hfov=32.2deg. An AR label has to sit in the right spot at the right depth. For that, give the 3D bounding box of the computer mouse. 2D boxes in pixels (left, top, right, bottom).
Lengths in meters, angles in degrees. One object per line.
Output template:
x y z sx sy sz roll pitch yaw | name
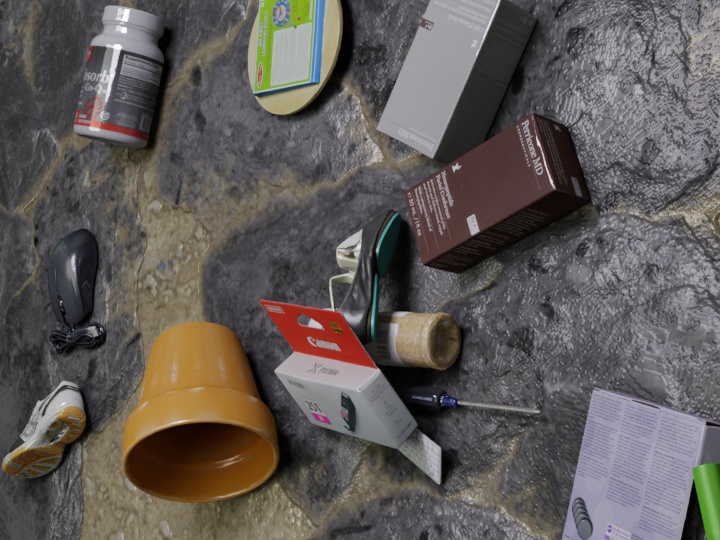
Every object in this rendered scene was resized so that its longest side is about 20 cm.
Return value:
-0.464 0.028 1.995 0.138 0.053 0.201 -12 74 43 | computer mouse

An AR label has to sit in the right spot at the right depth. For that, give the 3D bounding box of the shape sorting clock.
-0.090 -0.312 1.713 0.200 0.039 0.201 -8 78 43 | shape sorting clock

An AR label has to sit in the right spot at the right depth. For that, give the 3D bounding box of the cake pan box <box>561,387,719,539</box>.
0.277 0.220 1.207 0.200 0.052 0.185 -171 91 -68 | cake pan box

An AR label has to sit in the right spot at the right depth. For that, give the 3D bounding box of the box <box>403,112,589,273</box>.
0.151 -0.083 1.419 0.200 0.075 0.101 -30 62 34 | box

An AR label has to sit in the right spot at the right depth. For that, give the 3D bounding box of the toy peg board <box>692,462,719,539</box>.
0.389 0.202 1.050 0.199 0.200 0.098 -26 62 38 | toy peg board

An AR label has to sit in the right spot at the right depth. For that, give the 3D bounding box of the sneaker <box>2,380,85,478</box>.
-0.498 0.253 1.985 0.200 0.076 0.088 -41 41 27 | sneaker

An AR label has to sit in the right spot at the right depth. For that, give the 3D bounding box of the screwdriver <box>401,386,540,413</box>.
0.123 0.155 1.426 0.200 0.028 0.029 7 58 47 | screwdriver

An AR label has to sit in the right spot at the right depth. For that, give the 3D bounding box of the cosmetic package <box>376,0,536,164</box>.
0.112 -0.231 1.474 0.107 0.090 0.201 30 100 40 | cosmetic package

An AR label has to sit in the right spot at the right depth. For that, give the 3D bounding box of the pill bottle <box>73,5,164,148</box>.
-0.367 -0.296 1.921 0.116 0.116 0.201 11 90 44 | pill bottle

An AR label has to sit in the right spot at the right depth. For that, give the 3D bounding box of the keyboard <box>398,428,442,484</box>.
0.032 0.182 1.503 0.200 0.011 0.056 36 144 41 | keyboard

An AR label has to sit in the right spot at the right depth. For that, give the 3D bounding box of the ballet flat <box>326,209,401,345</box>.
0.000 0.000 1.492 0.068 0.068 0.200 6 49 10 | ballet flat

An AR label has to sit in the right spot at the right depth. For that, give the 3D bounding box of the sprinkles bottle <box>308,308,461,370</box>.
0.026 0.082 1.508 0.199 0.068 0.069 0 82 43 | sprinkles bottle

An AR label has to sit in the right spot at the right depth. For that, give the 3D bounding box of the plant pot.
-0.212 0.177 1.648 0.200 0.200 0.184 -39 42 32 | plant pot

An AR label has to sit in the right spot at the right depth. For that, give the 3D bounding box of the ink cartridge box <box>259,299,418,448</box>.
-0.041 0.120 1.478 0.044 0.174 0.200 -44 24 -23 | ink cartridge box
